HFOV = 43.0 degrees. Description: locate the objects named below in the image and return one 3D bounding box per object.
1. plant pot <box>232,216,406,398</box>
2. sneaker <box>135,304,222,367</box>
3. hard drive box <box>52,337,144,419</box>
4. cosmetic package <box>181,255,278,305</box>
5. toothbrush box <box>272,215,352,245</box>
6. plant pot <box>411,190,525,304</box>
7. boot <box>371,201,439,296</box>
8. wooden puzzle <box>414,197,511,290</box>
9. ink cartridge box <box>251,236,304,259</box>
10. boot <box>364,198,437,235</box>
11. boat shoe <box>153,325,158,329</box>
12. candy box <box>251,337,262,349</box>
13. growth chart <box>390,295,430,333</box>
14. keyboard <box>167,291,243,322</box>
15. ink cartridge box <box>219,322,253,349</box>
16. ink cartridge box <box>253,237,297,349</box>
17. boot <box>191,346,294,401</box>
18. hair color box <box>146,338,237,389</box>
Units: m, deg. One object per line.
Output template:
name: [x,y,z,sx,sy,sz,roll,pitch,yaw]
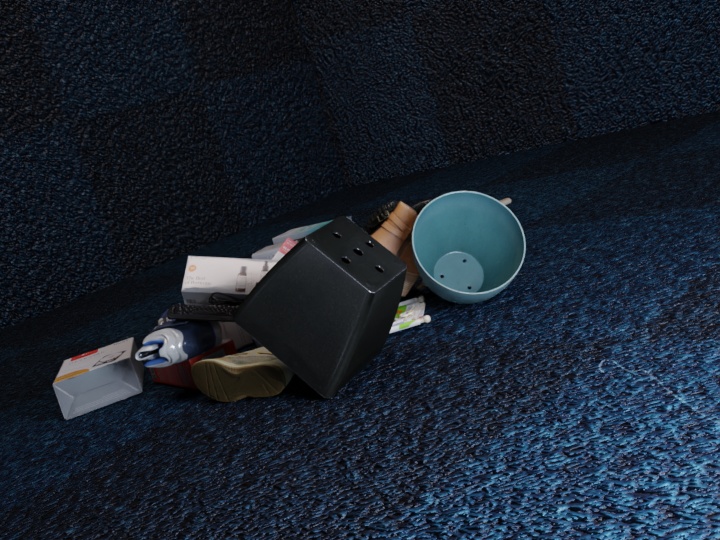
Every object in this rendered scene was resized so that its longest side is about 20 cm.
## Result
plant pot: [-0.042,0.038,1.409,0.178,0.199,0.199,-57,-12,30]
sneaker: [-0.359,0.121,1.663,0.145,0.082,0.199,-19,16,-39]
hard drive box: [-0.518,0.212,1.824,0.154,0.078,0.200,-19,10,-10]
cosmetic package: [-0.230,0.021,1.711,0.197,0.051,0.083,2,55,2]
toothbrush box: [-0.099,-0.036,2.214,0.198,0.148,0.085,-12,11,35]
plant pot: [0.185,-0.021,1.635,0.198,0.202,0.135,-19,-24,-11]
boot: [0.039,-0.059,1.695,0.198,0.156,0.074,23,14,-16]
wooden puzzle: [0.207,-0.048,1.798,0.184,0.037,0.201,-22,-31,-49]
ink cartridge box: [-0.125,0.002,2.061,0.198,0.147,0.084,-13,10,22]
boot: [0.092,-0.096,1.810,0.209,0.080,0.158,-25,16,15]
boat shoe: [-0.402,0.152,1.963,0.073,0.068,0.199,-25,13,-36]
candy box: [-0.072,0.093,1.661,0.198,0.072,0.167,-17,11,36]
growth chart: [0.058,0.088,1.673,0.143,0.018,0.200,-18,10,6]
keyboard: [-0.243,0.064,1.636,0.197,0.040,0.104,4,9,-8]
ink cartridge box: [-0.213,0.088,1.929,0.198,0.085,0.145,-22,11,-21]
ink cartridge box: [-0.175,0.048,1.797,0.201,0.067,0.117,-56,-7,-29]
boot: [-0.173,0.157,1.547,0.198,0.073,0.154,-5,16,31]
hair color box: [-0.321,0.173,1.740,0.101,0.062,0.199,-25,14,-34]
